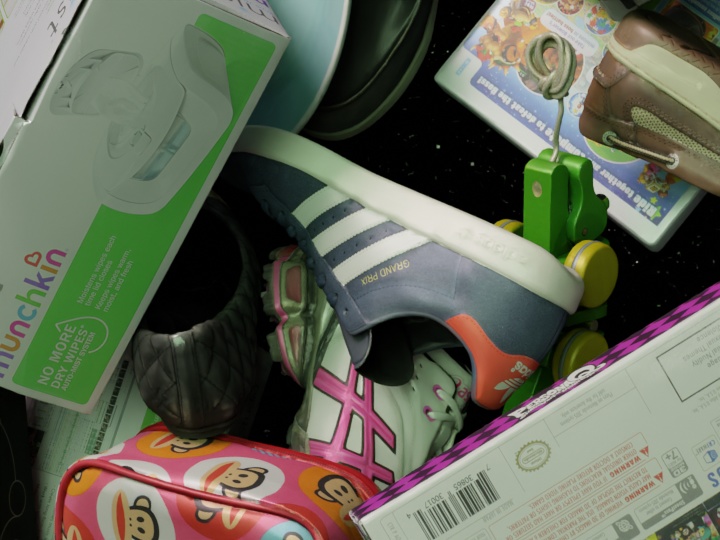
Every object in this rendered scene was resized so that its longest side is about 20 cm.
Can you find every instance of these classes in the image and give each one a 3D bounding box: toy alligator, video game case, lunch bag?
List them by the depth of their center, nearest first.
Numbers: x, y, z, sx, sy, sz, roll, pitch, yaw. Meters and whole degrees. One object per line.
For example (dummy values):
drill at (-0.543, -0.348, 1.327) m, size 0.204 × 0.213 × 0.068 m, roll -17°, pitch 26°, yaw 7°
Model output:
video game case at (0.124, 0.128, 0.978) m, size 0.200 × 0.036 × 0.182 m, roll -32°, pitch 97°, yaw -7°
lunch bag at (-0.072, 0.173, 1.039) m, size 0.176 × 0.082 × 0.201 m, roll 12°, pitch 110°, yaw 29°
toy alligator at (0.094, -0.012, 1.065) m, size 0.059 × 0.054 × 0.201 m, roll 17°, pitch 109°, yaw 39°
video game case at (0.151, -0.128, 1.118) m, size 0.143 × 0.018 × 0.200 m, roll 39°, pitch 90°, yaw 21°

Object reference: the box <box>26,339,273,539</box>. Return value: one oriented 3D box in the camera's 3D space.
box at (-0.156, 0.081, 1.152) m, size 0.200 × 0.036 × 0.145 m, roll 16°, pitch 82°, yaw 21°

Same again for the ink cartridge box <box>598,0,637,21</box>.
ink cartridge box at (0.093, -0.224, 1.066) m, size 0.116 × 0.200 × 0.067 m, roll -45°, pitch 39°, yaw -5°

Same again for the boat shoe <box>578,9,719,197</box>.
boat shoe at (0.191, -0.038, 1.055) m, size 0.202 × 0.075 × 0.075 m, roll 34°, pitch 108°, yaw 9°

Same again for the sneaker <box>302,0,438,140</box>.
sneaker at (0.001, -0.168, 1.125) m, size 0.075 × 0.106 × 0.200 m, roll 19°, pitch 82°, yaw 21°

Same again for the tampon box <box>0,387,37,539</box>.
tampon box at (-0.237, 0.135, 1.067) m, size 0.126 × 0.150 × 0.201 m, roll -3°, pitch 96°, yaw 23°

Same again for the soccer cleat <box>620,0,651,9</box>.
soccer cleat at (0.172, -0.197, 1.035) m, size 0.200 × 0.065 × 0.084 m, roll -34°, pitch 96°, yaw -4°

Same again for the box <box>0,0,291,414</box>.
box at (-0.134, -0.069, 1.060) m, size 0.200 × 0.097 × 0.177 m, roll -61°, pitch 26°, yaw 15°

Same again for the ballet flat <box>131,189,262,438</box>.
ballet flat at (-0.077, 0.004, 1.087) m, size 0.066 × 0.057 × 0.200 m, roll -5°, pitch 32°, yaw -6°

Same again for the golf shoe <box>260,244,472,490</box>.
golf shoe at (0.011, 0.074, 1.082) m, size 0.092 × 0.073 × 0.201 m, roll -12°, pitch 74°, yaw 13°

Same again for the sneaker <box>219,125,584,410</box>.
sneaker at (0.000, 0.000, 1.046) m, size 0.200 × 0.075 × 0.085 m, roll 26°, pitch 88°, yaw 34°

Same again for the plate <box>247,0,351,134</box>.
plate at (-0.060, -0.151, 1.139) m, size 0.200 × 0.026 × 0.201 m, roll 9°, pitch 102°, yaw 50°
